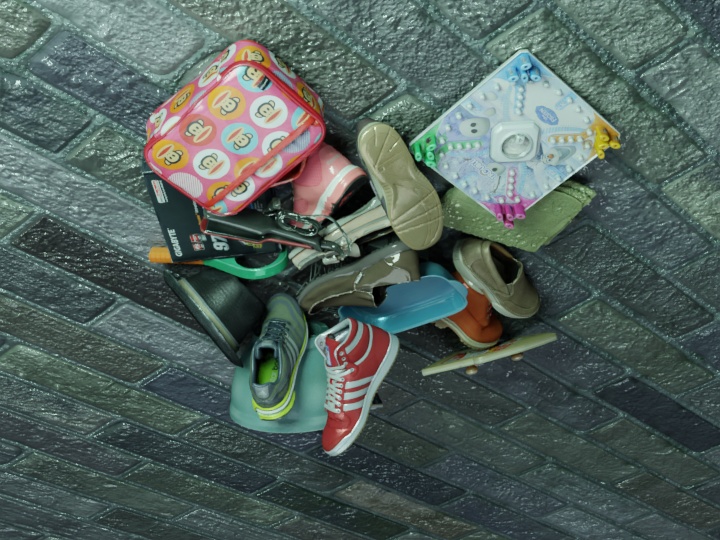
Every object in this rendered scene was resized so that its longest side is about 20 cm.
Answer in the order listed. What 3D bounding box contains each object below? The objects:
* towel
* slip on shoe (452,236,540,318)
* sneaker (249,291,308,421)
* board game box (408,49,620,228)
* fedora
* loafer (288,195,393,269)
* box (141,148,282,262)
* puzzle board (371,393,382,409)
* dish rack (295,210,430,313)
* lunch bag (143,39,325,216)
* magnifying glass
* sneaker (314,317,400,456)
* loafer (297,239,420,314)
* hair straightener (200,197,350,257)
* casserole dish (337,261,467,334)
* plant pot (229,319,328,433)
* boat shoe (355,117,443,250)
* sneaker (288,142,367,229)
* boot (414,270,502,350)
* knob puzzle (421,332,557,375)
[{"bbox_3d":[0.210,-0.092,1.618,0.200,0.037,0.148,12,142,-24],"label":"towel"},{"bbox_3d":[0.217,0.010,1.727,0.061,0.076,0.200,-12,141,40],"label":"slip on shoe"},{"bbox_3d":[-0.120,0.112,1.681,0.074,0.200,0.081,-2,145,8],"label":"sneaker"},{"bbox_3d":[0.199,-0.159,1.487,0.200,0.026,0.200,33,122,-32],"label":"board game box"},{"bbox_3d":[-0.199,0.047,1.687,0.092,0.201,0.201,-40,143,-9],"label":"fedora"},{"bbox_3d":[-0.001,-0.050,1.574,0.200,0.063,0.072,-32,178,6],"label":"loafer"},{"bbox_3d":[-0.194,-0.092,1.559,0.159,0.046,0.200,-5,144,0],"label":"box"},{"bbox_3d":[-0.045,0.216,1.934,0.151,0.017,0.200,-2,-177,-4],"label":"puzzle board"},{"bbox_3d":[0.000,0.000,1.709,0.153,0.055,0.200,14,142,-22],"label":"dish rack"},{"bbox_3d":[-0.143,-0.161,1.405,0.200,0.082,0.176,-37,124,23],"label":"lunch bag"},{"bbox_3d":[-0.200,-0.020,1.648,0.200,0.080,0.022,0,128,10],"label":"magnifying glass"},{"bbox_3d":[-0.032,0.164,1.698,0.112,0.200,0.071,30,173,-33],"label":"sneaker"},{"bbox_3d":[-0.001,0.023,1.609,0.200,0.071,0.073,-26,175,30],"label":"loafer"},{"bbox_3d":[-0.107,-0.057,1.507,0.200,0.041,0.077,16,147,-1],"label":"hair straightener"},{"bbox_3d":[0.060,0.040,1.691,0.200,0.039,0.121,-20,143,23],"label":"casserole dish"},{"bbox_3d":[-0.106,0.153,1.806,0.200,0.200,0.134,-2,103,-3],"label":"plant pot"},{"bbox_3d":[0.049,-0.115,1.507,0.072,0.065,0.200,-29,124,4],"label":"boat shoe"},{"bbox_3d":[-0.059,-0.111,1.547,0.087,0.074,0.200,49,150,2],"label":"sneaker"},{"bbox_3d":[0.179,0.055,1.794,0.107,0.075,0.200,-38,141,19],"label":"boot"},{"bbox_3d":[0.218,0.136,1.849,0.219,0.030,0.220,-15,179,0],"label":"knob puzzle"}]
